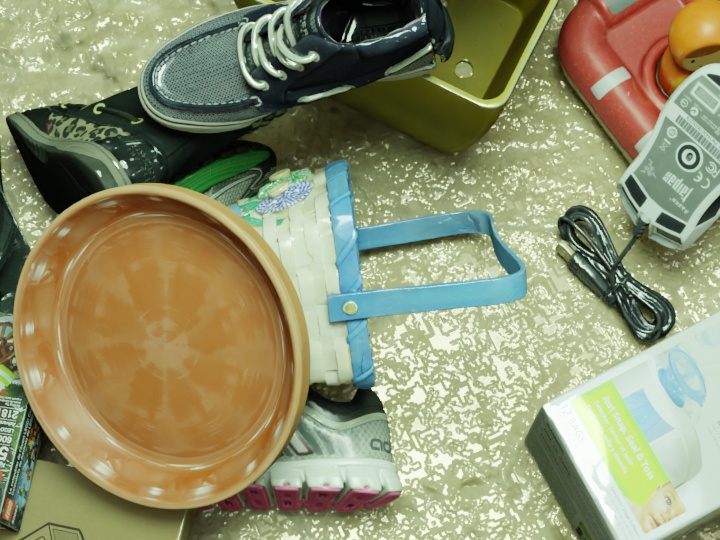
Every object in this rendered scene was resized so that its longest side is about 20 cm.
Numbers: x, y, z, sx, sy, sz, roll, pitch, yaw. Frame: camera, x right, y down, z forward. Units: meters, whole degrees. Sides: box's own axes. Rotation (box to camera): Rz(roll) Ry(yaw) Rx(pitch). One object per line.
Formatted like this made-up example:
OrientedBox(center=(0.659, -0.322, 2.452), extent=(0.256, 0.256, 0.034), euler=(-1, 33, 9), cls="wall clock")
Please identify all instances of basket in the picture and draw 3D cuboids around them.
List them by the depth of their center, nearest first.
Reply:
OrientedBox(center=(0.000, 0.000, 0.997), extent=(0.198, 0.176, 0.140), euler=(-4, 104, -4), cls="basket")

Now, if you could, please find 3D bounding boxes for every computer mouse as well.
OrientedBox(center=(0.215, -0.054, 1.035), extent=(0.110, 0.200, 0.044), euler=(47, 39, 19), cls="computer mouse")

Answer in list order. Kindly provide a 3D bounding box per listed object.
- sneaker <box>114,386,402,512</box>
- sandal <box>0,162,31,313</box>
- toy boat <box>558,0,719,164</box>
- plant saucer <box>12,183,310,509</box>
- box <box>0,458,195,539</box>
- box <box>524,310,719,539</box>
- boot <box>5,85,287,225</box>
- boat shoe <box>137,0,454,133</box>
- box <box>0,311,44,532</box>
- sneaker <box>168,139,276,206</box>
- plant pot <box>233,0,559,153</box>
OrientedBox(center=(-0.070, 0.109, 1.021), extent=(0.198, 0.074, 0.088), euler=(3, 65, 1), cls="sneaker")
OrientedBox(center=(-0.278, -0.041, 1.079), extent=(0.075, 0.048, 0.202), euler=(-17, 72, -6), cls="sandal")
OrientedBox(center=(0.235, -0.142, 1.075), extent=(0.130, 0.131, 0.201), euler=(-33, 74, -11), cls="toy boat")
OrientedBox(center=(-0.121, 0.046, 0.939), extent=(0.199, 0.032, 0.202), euler=(5, 103, 22), cls="plant saucer")
OrientedBox(center=(-0.203, 0.225, 0.981), extent=(0.162, 0.021, 0.201), euler=(8, 73, 18), cls="box")
OrientedBox(center=(0.223, 0.102, 1.008), extent=(0.199, 0.101, 0.113), euler=(-26, 74, -9), cls="box")
OrientedBox(center=(-0.148, -0.100, 1.049), extent=(0.153, 0.203, 0.074), euler=(-33, 116, -19), cls="boot")
OrientedBox(center=(-0.045, -0.136, 0.913), extent=(0.199, 0.093, 0.075), euler=(-15, 83, 5), cls="boat shoe")
OrientedBox(center=(-0.306, 0.090, 1.021), extent=(0.198, 0.038, 0.138), euler=(6, 70, 13), cls="box")
OrientedBox(center=(-0.136, -0.023, 1.073), extent=(0.200, 0.078, 0.085), euler=(-39, 112, -19), cls="sneaker")
OrientedBox(center=(0.041, -0.195, 1.067), extent=(0.199, 0.177, 0.201), euler=(26, 72, 8), cls="plant pot")
